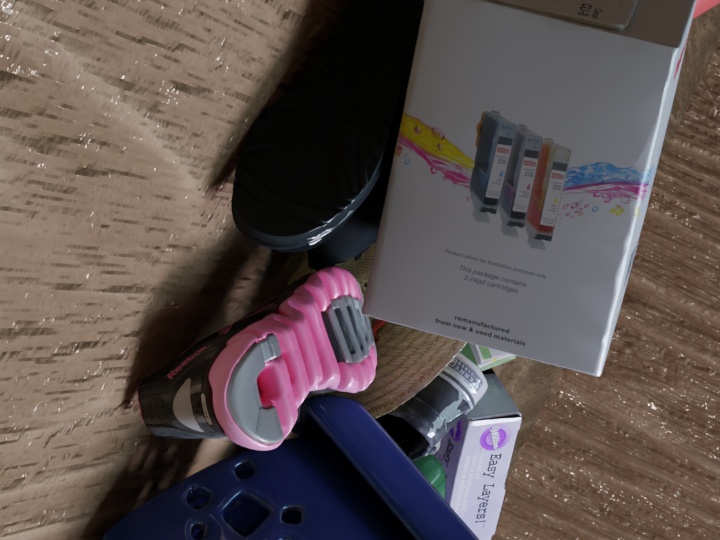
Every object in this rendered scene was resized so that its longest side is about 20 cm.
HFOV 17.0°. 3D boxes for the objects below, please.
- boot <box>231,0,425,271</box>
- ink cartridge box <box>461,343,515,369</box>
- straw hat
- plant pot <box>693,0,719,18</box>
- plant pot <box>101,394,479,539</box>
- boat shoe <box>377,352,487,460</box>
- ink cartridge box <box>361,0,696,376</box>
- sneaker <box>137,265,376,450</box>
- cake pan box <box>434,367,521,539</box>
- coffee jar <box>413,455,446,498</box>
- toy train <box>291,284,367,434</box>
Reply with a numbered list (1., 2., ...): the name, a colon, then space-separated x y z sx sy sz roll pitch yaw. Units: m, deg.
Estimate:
1. boot: -0.015 -0.055 1.396 0.163 0.073 0.199 98 17 -58
2. ink cartridge box: 0.058 0.003 1.706 0.048 0.147 0.200 -22 176 12
3. straw hat: 0.000 0.000 1.522 0.201 0.085 0.202 -40 -154 24
4. plant pot: 0.151 -0.225 1.530 0.177 0.200 0.201 -42 158 -37
5. plant pot: -0.027 0.202 1.462 0.179 0.200 0.200 -38 164 -14
6. boat shoe: 0.017 0.097 1.563 0.068 0.072 0.200 -54 -167 -20
7. ink cartridge box: 0.098 -0.072 1.364 0.145 0.143 0.202 -59 163 -67
8. sneaker: -0.060 0.052 1.393 0.200 0.095 0.080 -26 102 -61
9. cake pan box: 0.057 0.131 1.891 0.052 0.185 0.201 -6 129 -23
10. coffee jar: -0.027 0.200 1.652 0.200 0.085 0.105 -45 154 -33
11. toy train: -0.002 0.073 1.750 0.114 0.085 0.200 -55 170 4
